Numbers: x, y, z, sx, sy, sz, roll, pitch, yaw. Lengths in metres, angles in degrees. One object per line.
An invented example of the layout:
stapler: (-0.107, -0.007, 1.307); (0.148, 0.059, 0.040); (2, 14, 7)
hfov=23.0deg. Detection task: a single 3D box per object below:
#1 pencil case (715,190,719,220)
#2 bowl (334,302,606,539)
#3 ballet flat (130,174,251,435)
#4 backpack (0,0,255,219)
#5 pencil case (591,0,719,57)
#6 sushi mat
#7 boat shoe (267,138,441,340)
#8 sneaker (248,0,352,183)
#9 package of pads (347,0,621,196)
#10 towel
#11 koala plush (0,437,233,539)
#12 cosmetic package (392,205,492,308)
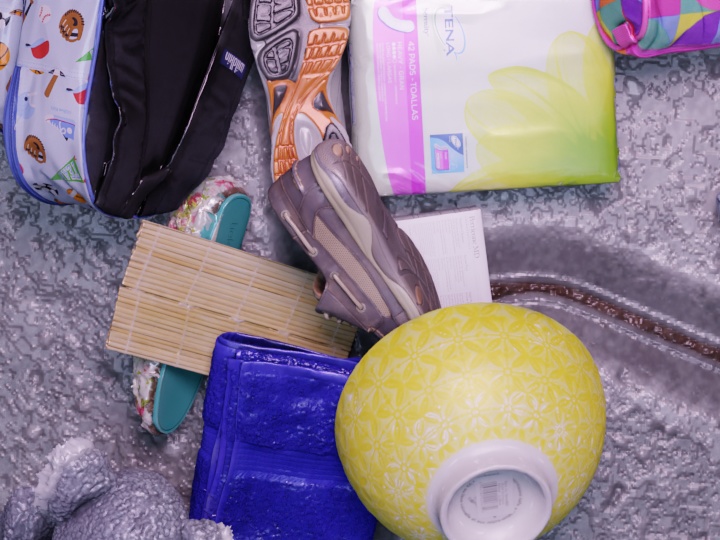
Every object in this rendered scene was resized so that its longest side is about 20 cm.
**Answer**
pencil case: (0.360, -0.049, 1.297); (0.198, 0.091, 0.084); (-19, 94, 2)
bowl: (0.086, 0.134, 1.238); (0.197, 0.108, 0.202); (-4, 122, -7)
ballet flat: (-0.137, 0.022, 1.336); (0.063, 0.075, 0.202); (20, 92, 30)
backpack: (-0.182, -0.135, 1.256); (0.152, 0.199, 0.193); (6, 90, 30)
pencil case: (0.265, -0.198, 1.261); (0.198, 0.088, 0.090); (-6, 96, -18)
sushi mat: (-0.089, 0.035, 1.310); (0.198, 0.012, 0.097); (18, 94, -28)
boat shoe: (0.000, 0.000, 1.259); (0.073, 0.075, 0.201); (-23, 113, 17)
sneaker: (-0.044, -0.140, 1.297); (0.075, 0.092, 0.203); (-2, 95, -5)
package of pads: (0.089, -0.138, 1.304); (0.197, 0.068, 0.157); (-3, 95, -3)
towel: (-0.052, 0.151, 1.314); (0.146, 0.050, 0.202); (10, 114, -4)
koala plush: (-0.184, 0.219, 1.260); (0.177, 0.184, 0.200); (37, 121, -4)
cosmetic package: (0.063, 0.057, 1.333); (0.081, 0.051, 0.203); (-7, 95, 2)
